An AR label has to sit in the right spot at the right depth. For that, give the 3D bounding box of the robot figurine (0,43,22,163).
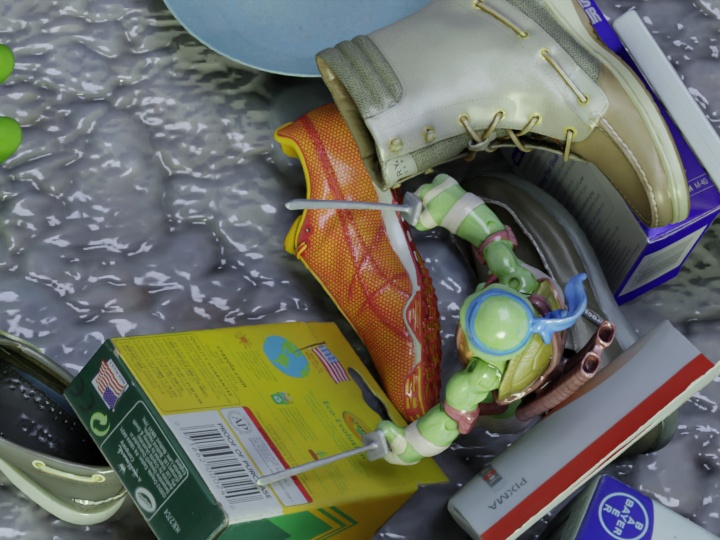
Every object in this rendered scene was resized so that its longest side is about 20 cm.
[{"bbox_3d":[-0.291,-0.084,1.579,0.199,0.116,0.176,-4,85,-23],"label":"robot figurine"}]

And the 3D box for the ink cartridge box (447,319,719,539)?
[{"bbox_3d":[0.118,0.090,1.560,0.162,0.200,0.050,-39,82,-2],"label":"ink cartridge box"}]

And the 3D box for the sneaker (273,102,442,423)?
[{"bbox_3d":[0.000,0.000,1.686,0.077,0.073,0.201,-19,71,6],"label":"sneaker"}]

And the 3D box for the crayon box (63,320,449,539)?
[{"bbox_3d":[-0.054,0.093,1.571,0.200,0.051,0.127,-3,51,-52],"label":"crayon box"}]

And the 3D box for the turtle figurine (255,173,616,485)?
[{"bbox_3d":[0.038,0.028,1.569,0.199,0.194,0.144,-19,79,10],"label":"turtle figurine"}]

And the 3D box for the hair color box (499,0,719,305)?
[{"bbox_3d":[0.133,-0.088,1.746,0.065,0.109,0.200,-27,74,-21],"label":"hair color box"}]

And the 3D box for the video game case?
[{"bbox_3d":[0.212,-0.075,1.739,0.018,0.200,0.143,-34,74,7],"label":"video game case"}]

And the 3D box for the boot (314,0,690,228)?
[{"bbox_3d":[0.081,-0.079,1.639,0.154,0.072,0.200,-29,68,-15],"label":"boot"}]

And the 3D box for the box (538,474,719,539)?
[{"bbox_3d":[0.171,0.246,1.581,0.200,0.105,0.184,29,56,-4],"label":"box"}]

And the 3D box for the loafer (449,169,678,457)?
[{"bbox_3d":[0.110,0.029,1.696,0.070,0.075,0.200,-26,74,-35],"label":"loafer"}]

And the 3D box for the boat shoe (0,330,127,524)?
[{"bbox_3d":[-0.208,0.061,1.563,0.201,0.060,0.072,33,56,-1],"label":"boat shoe"}]

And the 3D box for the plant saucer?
[{"bbox_3d":[-0.030,-0.188,1.767,0.200,0.039,0.201,1,56,-1],"label":"plant saucer"}]
